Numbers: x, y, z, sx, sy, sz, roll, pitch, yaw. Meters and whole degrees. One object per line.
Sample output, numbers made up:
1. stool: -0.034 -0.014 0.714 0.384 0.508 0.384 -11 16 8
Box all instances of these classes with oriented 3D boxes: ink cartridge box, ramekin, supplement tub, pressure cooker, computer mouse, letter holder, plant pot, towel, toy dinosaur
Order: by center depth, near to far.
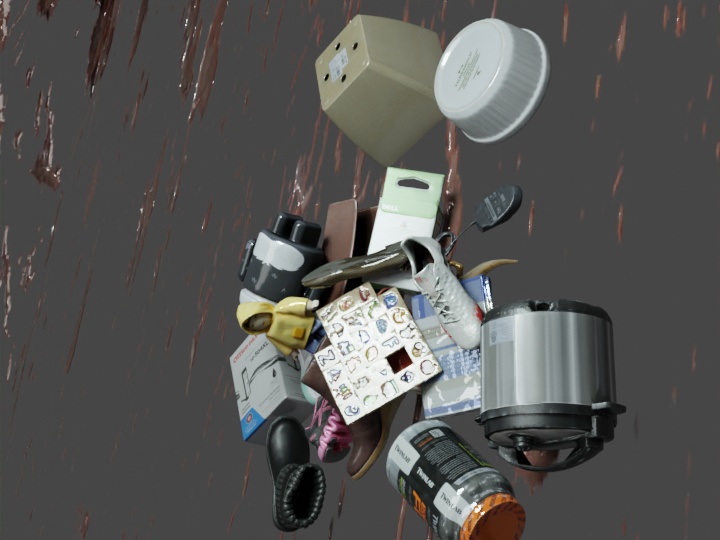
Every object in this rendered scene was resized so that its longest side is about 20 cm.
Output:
1. pressure cooker: 0.233 0.152 1.153 0.176 0.176 0.202 86 -174 -70
2. supplement tub: 0.132 0.305 1.267 0.200 0.122 0.123 37 103 54
3. towel: 0.147 0.118 1.377 0.146 0.024 0.202 -19 67 33
4. toy dinosaur: 0.163 0.025 1.435 0.106 0.060 0.201 46 116 24
5. computer mouse: 0.180 -0.064 1.442 0.199 0.034 0.059 -38 44 25
6. ramekin: 0.207 -0.315 1.492 0.202 0.094 0.205 -27 54 43
7. ink cartridge box: 0.077 -0.063 1.532 0.103 0.059 0.202 10 81 18
8. letter holder: 0.008 -0.018 1.609 0.141 0.100 0.202 -9 67 49
9. plant pot: 0.030 -0.345 1.671 0.200 0.176 0.201 -39 46 34
10. ink cartridge box: -0.169 0.211 1.744 0.146 0.084 0.201 -48 42 28

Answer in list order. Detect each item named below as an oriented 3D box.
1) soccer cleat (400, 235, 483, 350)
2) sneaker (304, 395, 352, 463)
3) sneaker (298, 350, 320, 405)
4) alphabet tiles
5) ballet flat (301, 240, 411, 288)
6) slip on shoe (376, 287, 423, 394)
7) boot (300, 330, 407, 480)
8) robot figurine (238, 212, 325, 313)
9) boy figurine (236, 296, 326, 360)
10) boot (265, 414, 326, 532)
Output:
1. soccer cleat: 0.119 0.030 1.352 0.068 0.085 0.201 -39 57 25
2. sneaker: -0.040 0.223 1.561 0.095 0.079 0.202 34 103 48
3. sneaker: -0.060 0.127 1.634 0.139 0.077 0.202 -33 73 33
4. alphabet tiles: 0.011 0.117 1.423 0.166 0.008 0.201 -30 58 1
5. ballet flat: 0.000 0.000 1.483 0.198 0.047 0.067 -17 18 11
6. slip on shoe: 0.070 0.111 1.457 0.061 0.073 0.201 102 148 -52
7. boot: -0.025 0.216 1.473 0.202 0.165 0.072 -64 7 -8
8. robot figurine: -0.136 0.003 1.602 0.202 0.124 0.150 -71 22 7
9. boy figurine: -0.109 0.094 1.525 0.065 0.198 0.125 -87 23 -56
10. boot: -0.111 0.339 1.564 0.158 0.078 0.213 119 146 -65
